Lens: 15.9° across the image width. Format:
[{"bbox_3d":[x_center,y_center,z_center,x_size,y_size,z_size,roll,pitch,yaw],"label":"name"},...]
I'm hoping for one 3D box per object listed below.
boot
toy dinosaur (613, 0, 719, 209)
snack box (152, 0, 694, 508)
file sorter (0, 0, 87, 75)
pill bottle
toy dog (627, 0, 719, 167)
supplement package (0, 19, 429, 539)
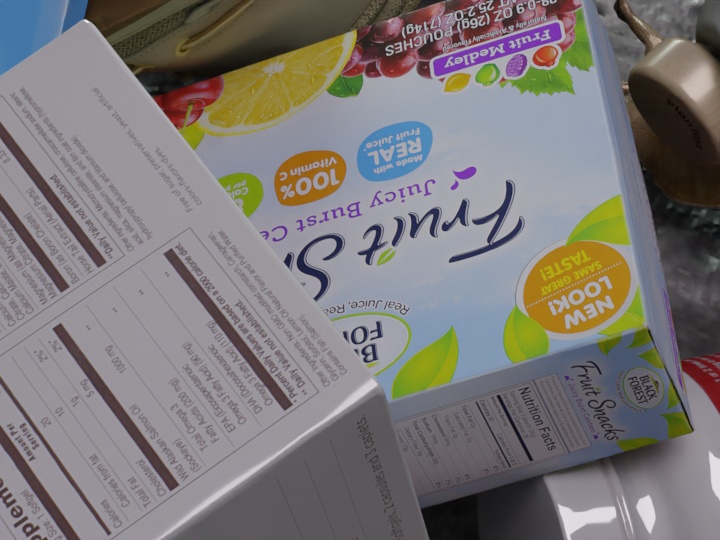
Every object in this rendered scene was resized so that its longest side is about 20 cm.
[{"bbox_3d":[-0.086,-0.091,0.960,0.199,0.155,0.073,-25,74,21],"label":"boot"},{"bbox_3d":[0.152,-0.069,1.019,0.198,0.058,0.102,-6,56,14],"label":"toy dinosaur"},{"bbox_3d":[0.000,0.000,0.881,0.199,0.068,0.170,-17,49,13],"label":"snack box"},{"bbox_3d":[-0.206,-0.097,0.855,0.199,0.123,0.140,7,80,25],"label":"file sorter"},{"bbox_3d":[0.147,0.082,0.902,0.198,0.113,0.113,-9,61,-18],"label":"pill bottle"},{"bbox_3d":[0.186,-0.063,0.912,0.199,0.096,0.133,19,69,26],"label":"toy dog"},{"bbox_3d":[-0.104,0.071,0.726,0.199,0.152,0.151,-35,61,-10],"label":"supplement package"}]
